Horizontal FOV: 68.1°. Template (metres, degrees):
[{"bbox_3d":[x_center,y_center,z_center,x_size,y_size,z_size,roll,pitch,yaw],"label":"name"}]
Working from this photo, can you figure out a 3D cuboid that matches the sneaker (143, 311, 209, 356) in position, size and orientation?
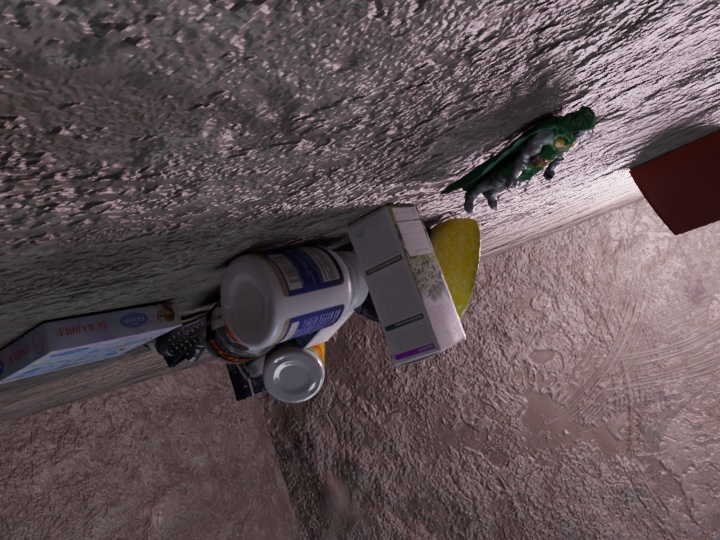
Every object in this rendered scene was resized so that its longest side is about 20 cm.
[{"bbox_3d":[-0.349,0.119,1.061,0.082,0.073,0.199,5,-176,26],"label":"sneaker"}]

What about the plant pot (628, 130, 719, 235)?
[{"bbox_3d":[0.762,-0.188,1.208,0.199,0.179,0.198,-24,172,41],"label":"plant pot"}]

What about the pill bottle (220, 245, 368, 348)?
[{"bbox_3d":[-0.082,0.028,0.744,0.119,0.121,0.199,-24,172,39],"label":"pill bottle"}]

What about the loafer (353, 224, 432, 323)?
[{"bbox_3d":[0.067,0.006,0.867,0.200,0.063,0.072,-50,159,-26],"label":"loafer"}]

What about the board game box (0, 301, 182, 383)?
[{"bbox_3d":[-0.405,0.106,0.789,0.198,0.042,0.199,-23,172,33],"label":"board game box"}]

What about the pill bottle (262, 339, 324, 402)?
[{"bbox_3d":[-0.123,0.148,1.018,0.110,0.112,0.201,-19,-157,4],"label":"pill bottle"}]

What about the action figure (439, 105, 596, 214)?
[{"bbox_3d":[0.189,-0.123,0.606,0.117,0.055,0.200,-13,168,-24],"label":"action figure"}]

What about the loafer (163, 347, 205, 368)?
[{"bbox_3d":[-0.428,0.198,1.372,0.199,0.071,0.068,-22,173,24],"label":"loafer"}]

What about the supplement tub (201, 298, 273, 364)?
[{"bbox_3d":[-0.205,0.095,0.933,0.121,0.124,0.200,-16,173,-27],"label":"supplement tub"}]

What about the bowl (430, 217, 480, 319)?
[{"bbox_3d":[0.138,-0.006,0.981,0.106,0.203,0.200,11,170,-4],"label":"bowl"}]

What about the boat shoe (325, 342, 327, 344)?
[{"bbox_3d":[-0.084,0.130,1.184,0.069,0.071,0.200,-7,157,-29],"label":"boat shoe"}]

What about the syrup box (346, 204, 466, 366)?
[{"bbox_3d":[0.062,0.018,0.723,0.081,0.203,0.078,-23,173,37],"label":"syrup box"}]

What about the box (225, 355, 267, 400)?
[{"bbox_3d":[-0.225,0.183,1.285,0.198,0.199,0.124,-16,174,-27],"label":"box"}]

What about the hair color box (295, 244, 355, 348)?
[{"bbox_3d":[-0.035,0.041,0.930,0.200,0.061,0.100,-48,166,15],"label":"hair color box"}]
